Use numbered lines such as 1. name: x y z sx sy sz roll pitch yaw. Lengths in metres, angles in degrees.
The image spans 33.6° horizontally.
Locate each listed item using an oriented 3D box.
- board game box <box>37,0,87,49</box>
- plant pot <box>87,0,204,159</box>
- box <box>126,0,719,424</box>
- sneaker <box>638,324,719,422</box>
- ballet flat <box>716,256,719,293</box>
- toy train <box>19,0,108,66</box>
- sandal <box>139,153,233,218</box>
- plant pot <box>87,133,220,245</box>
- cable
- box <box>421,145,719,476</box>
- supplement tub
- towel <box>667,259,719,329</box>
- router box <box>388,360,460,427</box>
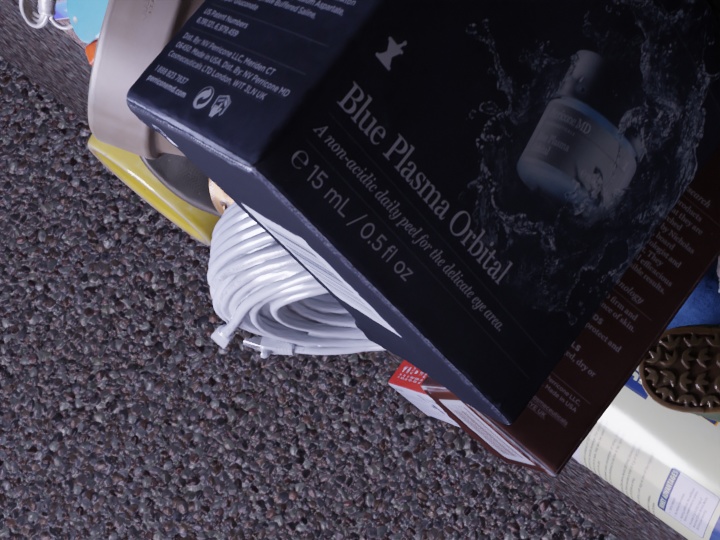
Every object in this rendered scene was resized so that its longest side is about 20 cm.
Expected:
1. board game box: -0.189 -0.222 1.137 0.200 0.097 0.159 42 171 -24
2. plant pot: -0.047 -0.141 0.724 0.172 0.202 0.200 22 172 -1
3. box: 0.043 -0.077 0.525 0.197 0.201 0.117 44 171 -39
4. sneaker: 0.265 0.066 0.703 0.198 0.068 0.090 8 180 13
5. ballet flat: 0.251 0.014 0.604 0.072 0.072 0.200 42 171 -29
6. toy train: -0.164 -0.239 0.776 0.150 0.202 0.055 38 -142 29
7. sandal: -0.076 -0.051 0.877 0.200 0.082 0.055 45 -177 -16
8. plant pot: -0.112 -0.132 0.966 0.200 0.190 0.201 36 172 6
9. cable: 0.000 0.000 0.775 0.197 0.070 0.200 1 160 -7
10. box: 0.123 0.006 0.631 0.075 0.200 0.100 40 172 -1
11. supplement tub: 0.242 0.112 0.895 0.199 0.145 0.145 34 171 29
12. towel: 0.183 0.004 0.786 0.198 0.049 0.112 28 170 3
13. router box: 0.111 0.038 0.941 0.049 0.180 0.200 38 172 -7
